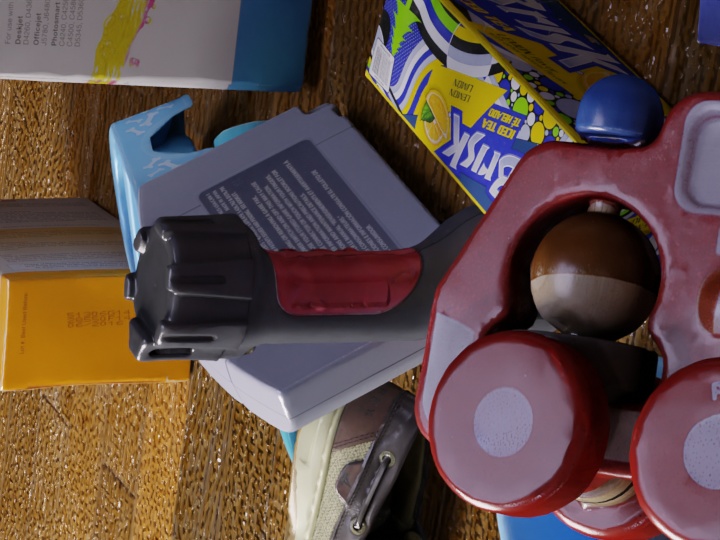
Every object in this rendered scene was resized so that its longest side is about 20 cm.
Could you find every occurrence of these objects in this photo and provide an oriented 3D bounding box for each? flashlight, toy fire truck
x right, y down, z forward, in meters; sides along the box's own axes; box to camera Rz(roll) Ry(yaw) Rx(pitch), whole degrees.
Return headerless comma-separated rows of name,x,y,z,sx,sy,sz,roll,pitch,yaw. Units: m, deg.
flashlight,0.000,0.000,1.008,0.068,0.199,0.068,-37,57,55
toy fire truck,0.119,0.016,0.841,0.199,0.112,0.169,8,82,33

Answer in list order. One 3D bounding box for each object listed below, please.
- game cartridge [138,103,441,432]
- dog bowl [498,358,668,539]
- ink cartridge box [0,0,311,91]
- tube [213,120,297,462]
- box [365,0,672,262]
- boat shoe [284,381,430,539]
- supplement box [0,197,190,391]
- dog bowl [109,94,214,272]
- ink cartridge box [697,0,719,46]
game cartridge,-0.032,-0.004,1.148,0.200,0.133,0.042,52,170,50
dog bowl,0.106,0.134,0.950,0.111,0.049,0.201,-39,57,56
ink cartridge box,-0.142,-0.184,1.264,0.147,0.199,0.147,30,117,58
tube,-0.040,0.021,1.251,0.077,0.050,0.202,43,-143,-72
box,0.077,-0.064,0.999,0.200,0.070,0.065,54,135,49
boat shoe,0.001,0.142,1.148,0.064,0.073,0.201,19,126,27
supplement box,-0.198,0.012,1.472,0.200,0.125,0.074,31,119,59
dog bowl,-0.106,-0.026,1.315,0.200,0.049,0.112,-120,23,-64
ink cartridge box,0.178,-0.137,0.840,0.200,0.042,0.120,16,104,63
